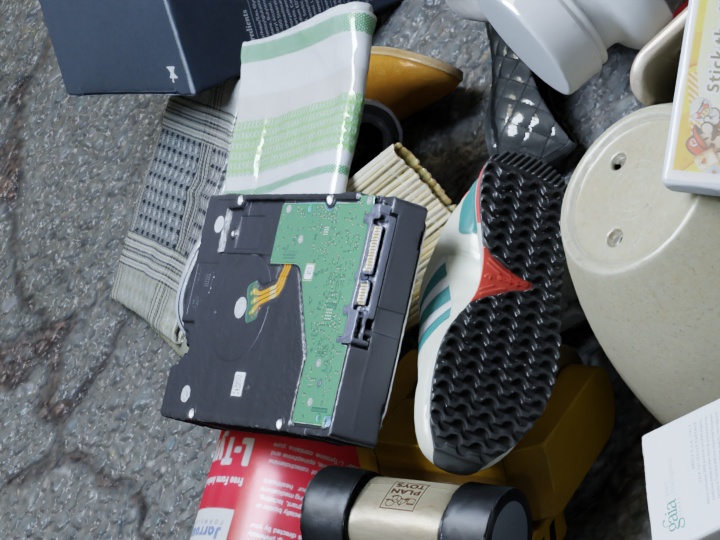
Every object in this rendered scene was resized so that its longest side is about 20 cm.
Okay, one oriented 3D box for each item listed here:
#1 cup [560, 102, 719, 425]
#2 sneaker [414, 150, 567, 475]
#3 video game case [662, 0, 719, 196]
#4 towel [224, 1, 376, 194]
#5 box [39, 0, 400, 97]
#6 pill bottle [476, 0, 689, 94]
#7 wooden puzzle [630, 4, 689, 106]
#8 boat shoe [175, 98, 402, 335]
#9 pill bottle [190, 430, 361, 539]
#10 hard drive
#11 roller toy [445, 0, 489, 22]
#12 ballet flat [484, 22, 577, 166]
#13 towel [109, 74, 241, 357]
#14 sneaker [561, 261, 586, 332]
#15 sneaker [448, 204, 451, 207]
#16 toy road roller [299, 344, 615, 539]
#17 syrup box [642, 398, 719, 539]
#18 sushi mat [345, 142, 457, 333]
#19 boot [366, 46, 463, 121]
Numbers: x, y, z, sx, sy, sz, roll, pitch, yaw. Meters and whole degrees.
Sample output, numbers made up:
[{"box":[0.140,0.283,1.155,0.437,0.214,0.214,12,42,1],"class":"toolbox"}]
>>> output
[{"box":[0.193,-0.015,1.584,0.200,0.143,0.200,-28,46,33],"class":"cup"},{"box":[0.065,0.035,1.615,0.093,0.070,0.200,128,158,-57],"class":"sneaker"},{"box":[0.258,-0.130,1.485,0.182,0.023,0.200,6,81,20],"class":"video game case"},{"box":[-0.050,-0.058,1.775,0.149,0.031,0.200,-16,60,61],"class":"towel"},{"box":[-0.099,-0.201,1.989,0.200,0.107,0.148,-29,21,-36],"class":"box"},{"box":[0.161,-0.193,1.603,0.200,0.111,0.111,-42,37,-4],"class":"pill bottle"},{"box":[0.245,-0.161,1.620,0.037,0.185,0.200,46,104,16],"class":"wooden puzzle"},{"box":[-0.048,-0.026,1.854,0.200,0.072,0.068,-45,5,11],"class":"boat shoe"},{"box":[-0.042,0.150,1.753,0.112,0.112,0.200,-2,67,48],"class":"pill bottle"},{"box":[-0.040,0.026,1.659,0.200,0.038,0.140,0,76,59],"class":"hard drive"},{"box":[0.134,-0.215,1.742,0.182,0.200,0.140,-2,101,26],"class":"roller toy"},{"box":[0.110,-0.147,1.846,0.057,0.066,0.200,-12,59,22],"class":"ballet flat"},{"box":[-0.116,-0.047,1.982,0.200,0.035,0.193,30,102,66],"class":"towel"},{"box":[0.094,0.004,1.742,0.200,0.077,0.082,-48,32,12],"class":"sneaker"},{"box":[-0.010,0.016,1.850,0.200,0.072,0.072,-37,44,28],"class":"sneaker"},{"box":[0.063,0.143,1.641,0.123,0.146,0.200,5,38,29],"class":"toy road roller"},{"box":[0.246,0.097,1.497,0.200,0.081,0.079,-30,43,32],"class":"syrup box"},{"box":[0.000,0.000,1.763,0.012,0.096,0.200,-39,1,-40],"class":"sushi mat"},{"box":[-0.015,-0.068,1.926,0.201,0.071,0.144,-6,66,52],"class":"boot"}]
